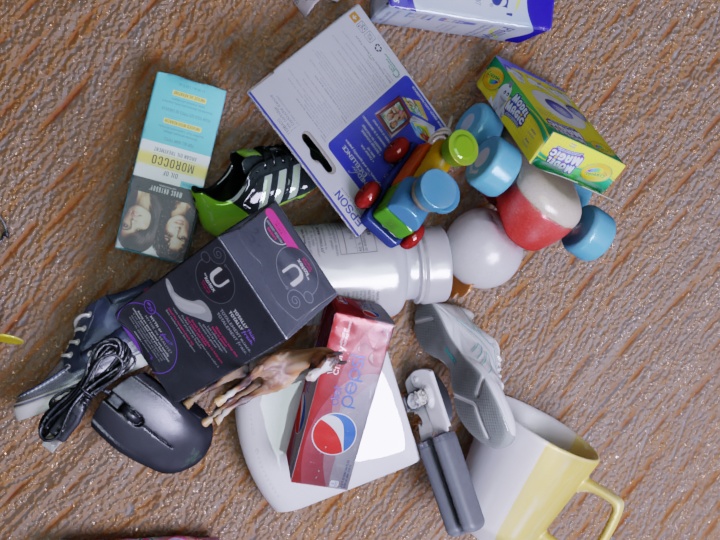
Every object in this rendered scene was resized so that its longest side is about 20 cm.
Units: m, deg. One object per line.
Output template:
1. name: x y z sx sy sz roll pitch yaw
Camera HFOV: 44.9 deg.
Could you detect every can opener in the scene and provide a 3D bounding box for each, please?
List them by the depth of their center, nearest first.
1. can opener: 0.103 0.210 1.037 0.066 0.053 0.202 -1 67 -39

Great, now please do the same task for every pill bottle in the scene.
1. pill bottle: 0.000 0.000 1.009 0.198 0.114 0.116 -5 96 -11

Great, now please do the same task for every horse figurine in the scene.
1. horse figurine: -0.111 0.118 0.918 0.132 0.200 0.050 -31 92 -26

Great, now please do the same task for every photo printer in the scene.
1. photo printer: -0.045 0.185 1.039 0.198 0.069 0.168 -18 98 -10

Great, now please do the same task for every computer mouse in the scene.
1. computer mouse: -0.240 0.175 0.967 0.139 0.053 0.200 -51 128 1

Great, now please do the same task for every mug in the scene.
1. mug: 0.197 0.261 1.048 0.149 0.186 0.154 23 99 -34

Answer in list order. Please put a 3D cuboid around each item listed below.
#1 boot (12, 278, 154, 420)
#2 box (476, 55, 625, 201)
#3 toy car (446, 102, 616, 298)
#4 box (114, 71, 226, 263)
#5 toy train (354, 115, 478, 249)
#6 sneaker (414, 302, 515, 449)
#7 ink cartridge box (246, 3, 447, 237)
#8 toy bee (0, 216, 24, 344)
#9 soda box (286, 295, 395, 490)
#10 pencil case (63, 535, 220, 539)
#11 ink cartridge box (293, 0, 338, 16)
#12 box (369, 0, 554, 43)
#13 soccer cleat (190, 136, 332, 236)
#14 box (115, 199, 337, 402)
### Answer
1. boot: -0.306 0.088 0.982 0.199 0.073 0.091 -26 93 -17
2. box: 0.217 -0.160 0.989 0.116 0.201 0.049 17 125 -30
3. toy car: 0.159 -0.055 1.039 0.183 0.178 0.200 30 117 -23
4. box: -0.215 -0.115 0.987 0.081 0.049 0.202 13 92 -12
5. toy train: 0.086 -0.123 0.947 0.085 0.115 0.201 41 61 -16
6. sneaker: 0.139 0.114 1.025 0.080 0.201 0.071 -1 140 -34
7. ink cartridge box: -0.011 -0.170 0.992 0.200 0.047 0.198 -45 104 -28
8. toy bee: -0.435 0.043 0.926 0.129 0.109 0.202 -11 97 -9
9. soda box: -0.025 0.133 0.951 0.069 0.063 0.202 12 104 -13
10. pencil case: -0.257 0.351 1.002 0.198 0.087 0.089 3 94 -13
11. ink cartridge box: -0.060 -0.394 0.955 0.124 0.129 0.202 10 92 -12
12. box: 0.122 -0.374 1.007 0.198 0.105 0.186 4 95 -13
13. soccer cleat: -0.099 -0.112 0.986 0.199 0.067 0.082 -37 132 -18
14. box: -0.143 0.035 0.915 0.123 0.199 0.106 56 39 -5
